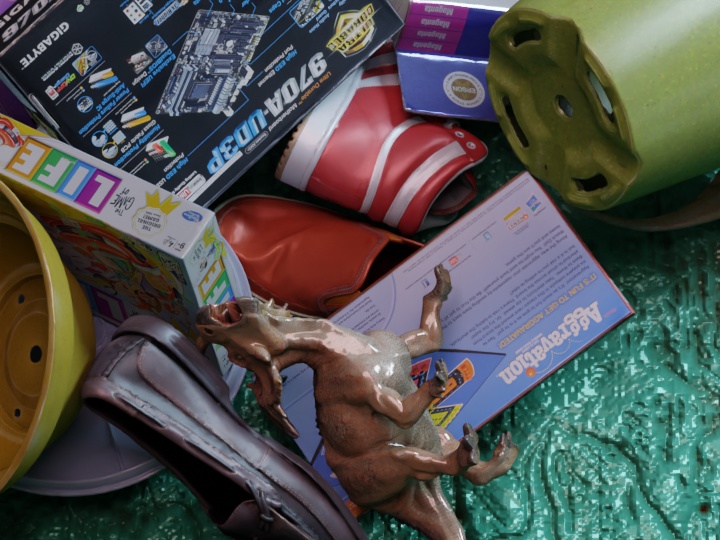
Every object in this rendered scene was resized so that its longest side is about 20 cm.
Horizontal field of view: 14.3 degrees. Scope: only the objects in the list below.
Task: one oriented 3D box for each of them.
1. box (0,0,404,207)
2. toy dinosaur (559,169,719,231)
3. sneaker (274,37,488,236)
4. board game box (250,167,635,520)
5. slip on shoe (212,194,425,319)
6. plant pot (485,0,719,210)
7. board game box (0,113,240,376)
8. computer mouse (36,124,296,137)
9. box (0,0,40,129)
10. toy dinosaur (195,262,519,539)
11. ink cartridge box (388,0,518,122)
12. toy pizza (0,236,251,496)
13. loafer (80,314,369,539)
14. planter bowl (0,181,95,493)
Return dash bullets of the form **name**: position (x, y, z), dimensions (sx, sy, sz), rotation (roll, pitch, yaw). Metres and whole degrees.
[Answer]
- **box**: position (-0.095, -0.136, 1.640), dimensions (0.200, 0.159, 0.046), rotation (-43, 30, -5)
- **toy dinosaur**: position (0.228, -0.045, 1.712), dimensions (0.200, 0.061, 0.106), rotation (-33, 49, -26)
- **sneaker**: position (0.038, -0.102, 1.732), dimensions (0.112, 0.071, 0.200), rotation (28, 55, 3)
- **board game box**: position (0.046, 0.043, 1.627), dimensions (0.200, 0.019, 0.103), rotation (-37, 80, 7)
- **slip on shoe**: position (0.000, 0.000, 1.682), dimensions (0.199, 0.061, 0.074), rotation (23, 66, 15)
- **plant pot**: position (0.177, -0.128, 1.605), dimensions (0.190, 0.200, 0.200), rotation (-29, 64, -29)
- **board game box**: position (-0.162, -0.024, 1.616), dimensions (0.199, 0.135, 0.034), rotation (25, 66, 21)
- **computer mouse**: position (-0.118, -0.101, 1.710), dimensions (0.200, 0.110, 0.044), rotation (-29, 23, -25)
- **box**: position (-0.157, -0.165, 1.731), dimensions (0.039, 0.137, 0.200), rotation (15, 60, 32)
- **toy dinosaur**: position (0.001, 0.085, 1.587), dimensions (0.135, 0.086, 0.201), rotation (-20, 100, 20)
- **ink cartridge box**: position (0.109, -0.177, 1.744), dimensions (0.196, 0.043, 0.201), rotation (4, 54, -20)
- **toy pizza**: position (-0.158, 0.043, 1.675), dimensions (0.199, 0.032, 0.201), rotation (-4, 61, 7)
- **loafer**: position (-0.077, 0.116, 1.582), dimensions (0.200, 0.072, 0.063), rotation (48, 52, -8)
- **planter bowl**: position (-0.206, 0.044, 1.595), dimensions (0.083, 0.200, 0.201), rotation (7, 49, -46)
